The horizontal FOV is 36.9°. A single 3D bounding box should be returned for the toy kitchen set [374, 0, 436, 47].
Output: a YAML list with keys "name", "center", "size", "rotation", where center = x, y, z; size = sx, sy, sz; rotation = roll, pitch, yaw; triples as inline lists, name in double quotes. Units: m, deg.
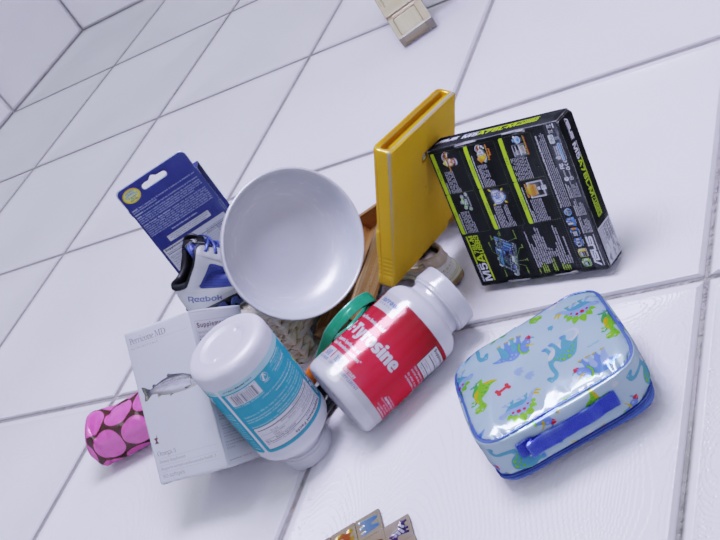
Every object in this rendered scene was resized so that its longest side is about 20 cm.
- name: "toy kitchen set"
  center: [0.125, -0.565, 2.225]
  size: [0.162, 0.180, 0.201]
  rotation: [-33, 69, 12]

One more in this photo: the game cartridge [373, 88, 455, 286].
- name: "game cartridge"
  center: [0.071, -0.107, 1.391]
  size: [0.032, 0.202, 0.176]
  rotation: [18, 41, 24]

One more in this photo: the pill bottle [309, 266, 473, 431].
- name: "pill bottle"
  center: [0.042, 0.094, 1.344]
  size: [0.200, 0.113, 0.112]
  rotation: [-43, 30, -10]

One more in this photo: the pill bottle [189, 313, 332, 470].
- name: "pill bottle"
  center: [-0.114, 0.157, 1.332]
  size: [0.110, 0.201, 0.111]
  rotation: [-25, 31, 17]

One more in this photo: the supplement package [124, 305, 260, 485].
- name: "supplement package"
  center: [-0.208, 0.159, 1.406]
  size: [0.116, 0.203, 0.117]
  rotation: [-19, -6, 29]

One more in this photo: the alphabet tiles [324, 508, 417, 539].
- name: "alphabet tiles"
  center: [-0.021, 0.346, 1.164]
  size: [0.199, 0.006, 0.167]
  rotation: [-32, 30, 9]

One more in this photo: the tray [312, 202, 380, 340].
- name: "tray"
  center: [0.000, 0.000, 1.502]
  size: [0.098, 0.037, 0.202]
  rotation: [-30, 36, 54]

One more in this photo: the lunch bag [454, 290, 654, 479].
- name: "lunch bag"
  center: [0.205, 0.124, 1.159]
  size: [0.199, 0.083, 0.161]
  rotation: [-32, 29, 8]

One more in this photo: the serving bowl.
- name: "serving bowl"
  center: [-0.097, -0.035, 1.441]
  size: [0.200, 0.200, 0.066]
  rotation: [-45, 13, -16]

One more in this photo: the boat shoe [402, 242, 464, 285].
- name: "boat shoe"
  center: [0.068, -0.025, 1.530]
  size: [0.072, 0.065, 0.199]
  rotation: [-44, 30, -13]

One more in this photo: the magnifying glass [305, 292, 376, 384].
- name: "magnifying glass"
  center: [-0.041, 0.103, 1.399]
  size: [0.079, 0.022, 0.201]
  rotation: [-23, -28, -52]

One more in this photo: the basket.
- name: "basket"
  center: [-0.137, 0.068, 1.559]
  size: [0.198, 0.124, 0.136]
  rotation: [-10, 39, 38]

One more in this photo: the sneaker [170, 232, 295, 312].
- name: "sneaker"
  center: [-0.181, -0.015, 1.480]
  size: [0.199, 0.116, 0.081]
  rotation: [-39, 30, -5]

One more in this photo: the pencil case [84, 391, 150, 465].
- name: "pencil case"
  center: [-0.316, 0.206, 1.596]
  size: [0.198, 0.091, 0.094]
  rotation: [-29, 65, 10]

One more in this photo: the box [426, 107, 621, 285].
- name: "box"
  center: [0.201, -0.085, 1.337]
  size: [0.192, 0.202, 0.047]
  rotation: [-8, 25, 42]

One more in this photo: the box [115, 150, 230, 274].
- name: "box"
  center: [-0.242, -0.069, 1.538]
  size: [0.120, 0.201, 0.033]
  rotation: [-31, 28, 9]

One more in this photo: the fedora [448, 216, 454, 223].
- name: "fedora"
  center: [0.125, -0.126, 1.592]
  size: [0.199, 0.082, 0.201]
  rotation: [-26, 20, 10]

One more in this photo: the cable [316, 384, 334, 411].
- name: "cable"
  center: [-0.014, 0.110, 1.443]
  size: [0.200, 0.050, 0.097]
  rotation: [-41, 31, -6]
